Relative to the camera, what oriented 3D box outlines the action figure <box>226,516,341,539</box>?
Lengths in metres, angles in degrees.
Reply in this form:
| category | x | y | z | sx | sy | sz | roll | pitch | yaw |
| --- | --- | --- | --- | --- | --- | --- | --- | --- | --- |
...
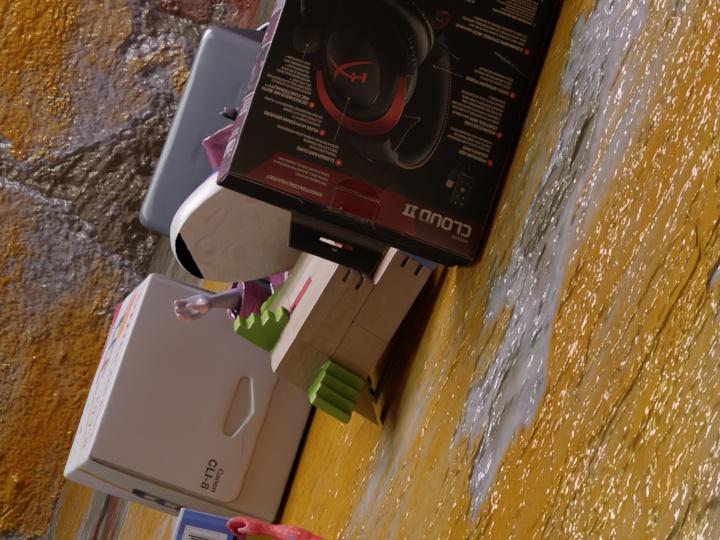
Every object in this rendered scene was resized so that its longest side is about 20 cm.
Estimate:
| category | x | y | z | sx | sy | sz | roll | pitch | yaw |
| --- | --- | --- | --- | --- | --- | --- | --- | --- | --- |
| action figure | -0.058 | 0.182 | 1.592 | 0.200 | 0.098 | 0.066 | 138 | 151 | -69 |

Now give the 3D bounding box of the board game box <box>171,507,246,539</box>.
| category | x | y | z | sx | sy | sz | roll | pitch | yaw |
| --- | --- | --- | --- | --- | --- | --- | --- | --- | --- |
| board game box | -0.108 | 0.274 | 1.702 | 0.199 | 0.043 | 0.201 | 85 | -161 | -66 |

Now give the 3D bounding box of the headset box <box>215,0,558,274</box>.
| category | x | y | z | sx | sy | sz | roll | pitch | yaw |
| --- | --- | --- | --- | --- | --- | --- | --- | --- | --- |
| headset box | 0.014 | -0.101 | 1.550 | 0.075 | 0.148 | 0.201 | 158 | 131 | -81 |

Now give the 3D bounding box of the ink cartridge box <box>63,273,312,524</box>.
| category | x | y | z | sx | sy | sz | roll | pitch | yaw |
| --- | --- | --- | --- | --- | --- | --- | --- | --- | --- |
| ink cartridge box | -0.122 | 0.100 | 2.022 | 0.200 | 0.144 | 0.146 | 147 | 142 | -76 |

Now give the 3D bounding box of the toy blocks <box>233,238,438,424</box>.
| category | x | y | z | sx | sy | sz | roll | pitch | yaw |
| --- | --- | --- | --- | --- | --- | --- | --- | --- | --- |
| toy blocks | 0.000 | 0.000 | 1.681 | 0.137 | 0.100 | 0.200 | -58 | 10 | 7 |

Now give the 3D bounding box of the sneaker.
| category | x | y | z | sx | sy | sz | roll | pitch | yaw |
| --- | --- | --- | --- | --- | --- | --- | --- | --- | --- |
| sneaker | -0.051 | -0.072 | 1.826 | 0.199 | 0.081 | 0.146 | -31 | 26 | -9 |

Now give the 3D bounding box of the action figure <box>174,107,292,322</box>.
| category | x | y | z | sx | sy | sz | roll | pitch | yaw |
| --- | --- | --- | --- | --- | --- | --- | --- | --- | --- |
| action figure | -0.047 | -0.014 | 1.933 | 0.149 | 0.133 | 0.201 | 19 | -118 | -66 |

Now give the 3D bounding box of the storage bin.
| category | x | y | z | sx | sy | sz | roll | pitch | yaw |
| --- | --- | --- | --- | --- | --- | --- | --- | --- | --- |
| storage bin | -0.087 | -0.094 | 2.060 | 0.134 | 0.145 | 0.201 | 10 | -79 | -65 |
